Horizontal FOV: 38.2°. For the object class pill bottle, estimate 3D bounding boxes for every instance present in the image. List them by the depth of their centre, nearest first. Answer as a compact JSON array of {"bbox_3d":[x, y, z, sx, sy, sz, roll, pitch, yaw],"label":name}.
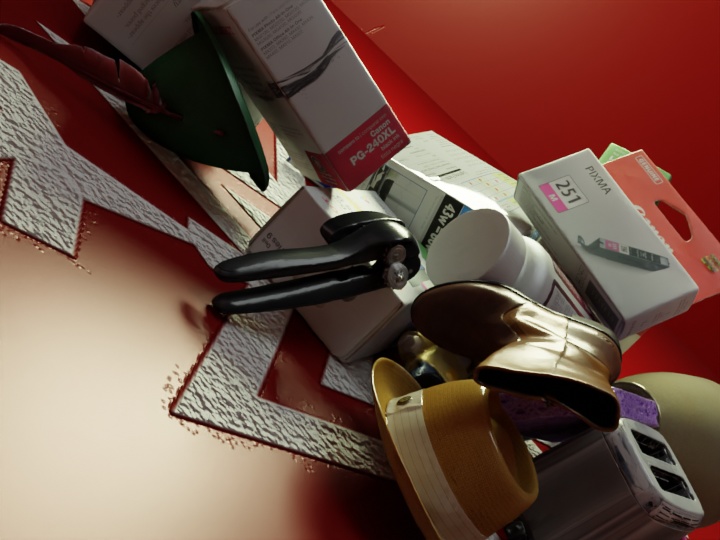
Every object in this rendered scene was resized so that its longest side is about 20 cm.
[{"bbox_3d":[0.151,0.036,0.997,0.200,0.109,0.110,46,12,-36],"label":"pill bottle"}]

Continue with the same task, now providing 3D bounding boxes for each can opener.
[{"bbox_3d":[-0.032,0.001,0.843,0.199,0.064,0.078,-18,25,-35],"label":"can opener"}]

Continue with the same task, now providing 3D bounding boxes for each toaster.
[{"bbox_3d":[0.221,0.207,0.944,0.199,0.129,0.114,27,33,-50],"label":"toaster"}]

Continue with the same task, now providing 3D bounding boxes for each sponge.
[{"bbox_3d":[0.201,0.135,0.981,0.199,0.111,0.030,22,58,-57],"label":"sponge"}]

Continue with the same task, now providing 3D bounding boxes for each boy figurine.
[{"bbox_3d":[0.081,0.106,0.978,0.125,0.064,0.200,54,19,-2],"label":"boy figurine"}]

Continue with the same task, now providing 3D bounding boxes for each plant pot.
[{"bbox_3d":[0.340,0.195,1.210,0.199,0.187,0.188,25,25,-49],"label":"plant pot"}]

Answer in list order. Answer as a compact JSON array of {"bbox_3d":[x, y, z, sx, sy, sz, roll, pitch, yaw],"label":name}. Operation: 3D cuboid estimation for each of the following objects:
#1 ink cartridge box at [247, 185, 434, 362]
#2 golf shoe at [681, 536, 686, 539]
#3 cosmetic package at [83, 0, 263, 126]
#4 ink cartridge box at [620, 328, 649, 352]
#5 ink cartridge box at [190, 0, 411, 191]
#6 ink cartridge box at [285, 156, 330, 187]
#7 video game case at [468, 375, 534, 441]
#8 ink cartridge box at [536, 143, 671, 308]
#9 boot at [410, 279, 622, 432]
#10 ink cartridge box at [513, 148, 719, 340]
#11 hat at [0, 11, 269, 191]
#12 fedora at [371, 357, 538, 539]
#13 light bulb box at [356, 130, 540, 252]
[{"bbox_3d":[0.000,0.000,1.003,0.146,0.088,0.200,49,18,13],"label":"ink cartridge box"},{"bbox_3d":[0.293,0.262,1.095,0.075,0.092,0.201,27,22,-46],"label":"golf shoe"},{"bbox_3d":[-0.159,-0.268,1.095,0.200,0.165,0.165,39,9,-22],"label":"cosmetic package"},{"bbox_3d":[0.264,0.062,1.324,0.085,0.200,0.148,32,20,-37],"label":"ink cartridge box"},{"bbox_3d":[-0.058,-0.184,0.973,0.201,0.083,0.145,56,-10,-22],"label":"ink cartridge box"},{"bbox_3d":[0.004,-0.126,1.321,0.199,0.095,0.037,34,18,-35],"label":"ink cartridge box"},{"bbox_3d":[0.143,0.100,1.137,0.181,0.023,0.201,-3,48,-44],"label":"video game case"},{"bbox_3d":[0.250,-0.020,1.164,0.084,0.200,0.147,33,-32,16],"label":"ink cartridge box"},{"bbox_3d":[0.110,0.068,0.807,0.187,0.069,0.200,22,14,12],"label":"boot"},{"bbox_3d":[0.281,-0.044,1.068,0.201,0.172,0.044,59,-19,30],"label":"ink cartridge box"},{"bbox_3d":[-0.200,-0.134,0.949,0.166,0.175,0.202,126,-60,-77],"label":"hat"},{"bbox_3d":[0.080,0.139,0.780,0.202,0.081,0.201,60,11,-19],"label":"fedora"},{"bbox_3d":[0.099,-0.053,1.174,0.199,0.126,0.198,33,24,18],"label":"light bulb box"}]
